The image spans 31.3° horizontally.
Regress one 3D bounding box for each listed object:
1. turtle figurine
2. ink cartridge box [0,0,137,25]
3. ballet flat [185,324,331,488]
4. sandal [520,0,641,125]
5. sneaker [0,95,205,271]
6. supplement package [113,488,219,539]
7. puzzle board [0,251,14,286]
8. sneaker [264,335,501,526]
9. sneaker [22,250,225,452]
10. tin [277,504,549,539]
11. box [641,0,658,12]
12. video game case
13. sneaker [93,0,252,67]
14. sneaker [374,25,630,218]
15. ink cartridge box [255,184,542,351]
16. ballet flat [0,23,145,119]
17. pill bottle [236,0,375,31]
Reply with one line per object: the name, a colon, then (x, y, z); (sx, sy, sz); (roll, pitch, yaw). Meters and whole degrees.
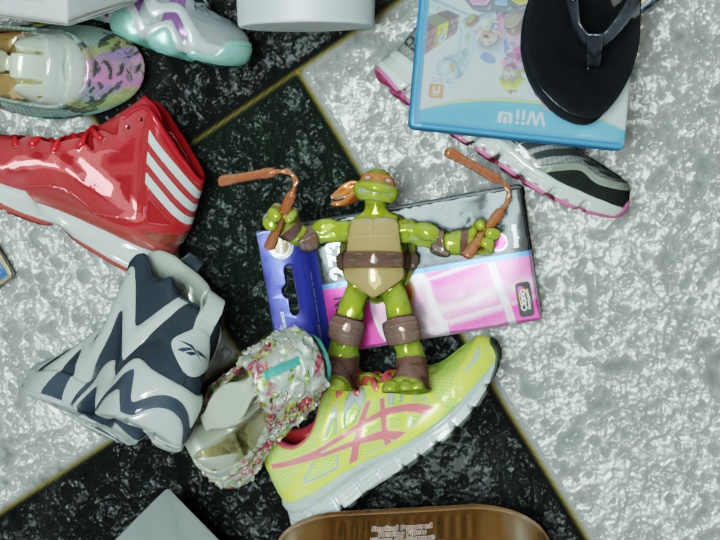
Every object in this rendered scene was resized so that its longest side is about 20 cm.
turtle figurine: (0.000, 0.000, 0.870); (0.197, 0.064, 0.164); (3, 85, 0)
ink cartridge box: (-0.246, -0.247, 0.821); (0.198, 0.083, 0.148); (12, 116, 23)
ballet flat: (-0.086, 0.098, 0.873); (0.076, 0.063, 0.200); (59, 142, 18)
sandal: (0.151, -0.193, 0.807); (0.075, 0.043, 0.203); (15, 88, -2)
sneaker: (-0.200, -0.088, 0.912); (0.198, 0.078, 0.116); (26, 103, -10)
supplement package: (-0.168, 0.292, 0.885); (0.152, 0.151, 0.200); (45, 115, 1)
puzzle board: (-0.371, -0.041, 0.969); (0.150, 0.017, 0.201); (-32, 92, 8)
sneaker: (0.009, 0.098, 0.908); (0.199, 0.078, 0.091); (-36, 88, 9)
sneaker: (-0.157, 0.048, 0.900); (0.079, 0.198, 0.131); (34, 71, -24)
tin: (0.036, 0.214, 0.905); (0.197, 0.042, 0.113); (-5, 139, 7)
box: (0.163, -0.278, 0.872); (0.136, 0.038, 0.201); (-33, 91, 8)
video game case: (0.110, -0.186, 0.835); (0.141, 0.018, 0.203); (5, 89, -3)
sneaker: (-0.149, -0.233, 0.893); (0.198, 0.078, 0.141); (23, 98, 3)
sneaker: (0.110, -0.113, 0.876); (0.199, 0.074, 0.088); (34, 96, 1)
ink cartridge box: (0.026, 0.002, 0.918); (0.197, 0.037, 0.096); (-10, 94, 9)
ballet flat: (-0.256, -0.148, 0.916); (0.197, 0.071, 0.070); (7, 92, 5)
pill bottle: (-0.037, -0.264, 0.857); (0.114, 0.116, 0.203); (0, 95, 7)
